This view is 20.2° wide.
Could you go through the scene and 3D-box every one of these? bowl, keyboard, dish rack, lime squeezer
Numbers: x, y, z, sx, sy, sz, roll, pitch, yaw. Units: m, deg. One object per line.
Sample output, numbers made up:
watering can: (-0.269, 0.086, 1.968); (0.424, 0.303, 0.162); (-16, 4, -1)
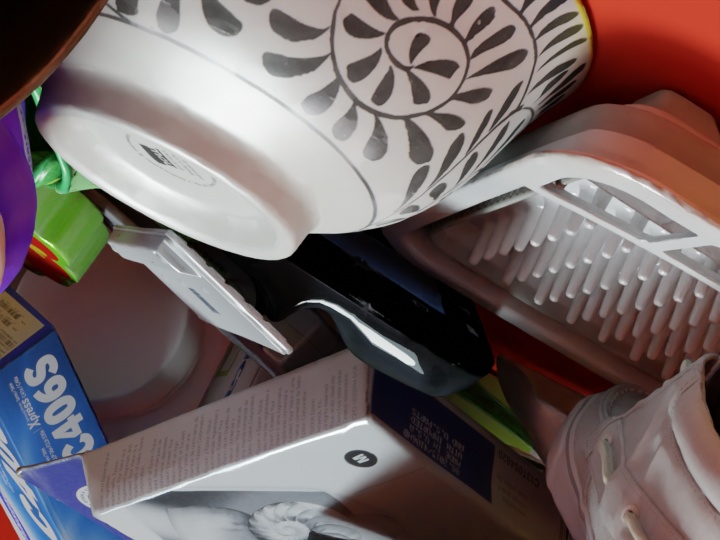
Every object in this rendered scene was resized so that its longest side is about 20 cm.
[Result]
bowl: (-0.039, -0.065, 0.614); (0.200, 0.095, 0.201); (25, 166, 7)
keyboard: (-0.062, 0.005, 0.743); (0.056, 0.011, 0.200); (39, 174, -10)
dish rack: (0.109, 0.000, 0.679); (0.171, 0.044, 0.200); (29, 165, -13)
lime squeezer: (0.031, 0.037, 0.934); (0.070, 0.038, 0.200); (19, 168, 35)

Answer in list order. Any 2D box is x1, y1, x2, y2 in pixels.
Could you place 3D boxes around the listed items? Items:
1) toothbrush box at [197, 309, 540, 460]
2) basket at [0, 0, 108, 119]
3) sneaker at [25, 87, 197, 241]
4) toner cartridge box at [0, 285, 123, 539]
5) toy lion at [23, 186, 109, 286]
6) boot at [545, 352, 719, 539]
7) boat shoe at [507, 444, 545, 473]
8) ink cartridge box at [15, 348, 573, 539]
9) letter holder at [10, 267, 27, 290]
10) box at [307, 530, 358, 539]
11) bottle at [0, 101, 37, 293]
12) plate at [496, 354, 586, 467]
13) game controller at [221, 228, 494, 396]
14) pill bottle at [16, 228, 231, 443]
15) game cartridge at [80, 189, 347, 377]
toothbrush box: (0.013, 0.112, 1.020); (0.199, 0.146, 0.086); (30, 165, -16)
basket: (-0.136, -0.120, 0.500); (0.135, 0.182, 0.200); (13, -178, -23)
sneaker: (-0.112, -0.062, 0.764); (0.074, 0.084, 0.200); (19, 163, 34)
toner cartridge box: (-0.155, 0.085, 0.974); (0.095, 0.043, 0.201); (38, 155, 41)
toy lion: (-0.198, -0.067, 0.880); (0.191, 0.069, 0.200); (31, 167, 18)
boot: (0.112, 0.064, 0.661); (0.073, 0.096, 0.200); (23, -159, -8)
boat shoe: (0.000, 0.103, 0.929); (0.199, 0.071, 0.064); (0, 180, -11)
ink cartridge box: (-0.014, 0.117, 0.854); (0.199, 0.041, 0.199); (-21, 137, 34)
letter holder: (-0.223, 0.015, 1.099); (0.100, 0.143, 0.200); (21, 164, 20)
box: (0.092, 0.145, 0.747); (0.199, 0.044, 0.160); (18, 171, -22)
bottle: (-0.128, -0.031, 0.587); (0.065, 0.084, 0.200); (-5, -163, -9)
plate: (0.148, 0.101, 0.865); (0.199, 0.032, 0.200); (27, -177, -3)
game controller: (0.000, 0.000, 0.758); (0.104, 0.042, 0.200); (24, -173, -3)
pill bottle: (-0.112, 0.057, 1.105); (0.114, 0.115, 0.200); (21, 164, 19)
game cartridge: (-0.059, 0.007, 0.908); (0.200, 0.038, 0.130); (38, 177, 36)
